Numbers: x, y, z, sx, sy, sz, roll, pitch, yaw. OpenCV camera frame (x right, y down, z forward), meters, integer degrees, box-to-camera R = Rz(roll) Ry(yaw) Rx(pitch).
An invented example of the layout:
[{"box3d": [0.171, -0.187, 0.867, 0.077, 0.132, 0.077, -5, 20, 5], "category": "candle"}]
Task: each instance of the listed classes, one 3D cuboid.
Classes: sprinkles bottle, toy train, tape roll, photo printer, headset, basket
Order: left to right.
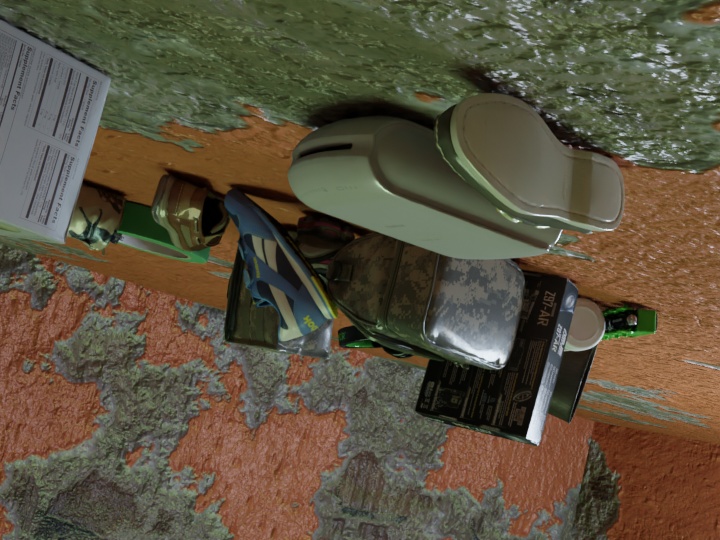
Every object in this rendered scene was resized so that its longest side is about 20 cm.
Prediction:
[{"box3d": [-0.331, -0.061, 1.718, 0.198, 0.049, 0.200, 15, 171, 2], "category": "tape roll"}, {"box3d": [0.065, 0.078, 1.611, 0.197, 0.095, 0.124, -3, 170, -7], "category": "headset"}, {"box3d": [0.045, -0.067, 0.902, 0.198, 0.070, 0.166, 18, 171, -27], "category": "photo printer"}, {"box3d": [0.252, 0.131, 1.686, 0.198, 0.137, 0.180, 19, -153, 16], "category": "basket"}, {"box3d": [0.273, 0.079, 1.513, 0.067, 0.069, 0.200, 15, 172, -6], "category": "sprinkles bottle"}, {"box3d": [0.342, 0.074, 1.466, 0.056, 0.042, 0.200, 4, 173, -5], "category": "toy train"}]

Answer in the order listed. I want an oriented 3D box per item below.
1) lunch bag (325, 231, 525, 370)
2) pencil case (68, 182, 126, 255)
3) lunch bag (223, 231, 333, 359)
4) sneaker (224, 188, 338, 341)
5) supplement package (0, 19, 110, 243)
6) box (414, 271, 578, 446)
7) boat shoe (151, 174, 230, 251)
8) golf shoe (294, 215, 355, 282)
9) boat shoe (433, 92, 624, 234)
[{"box3d": [0.075, 0.030, 1.279, 0.167, 0.141, 0.199, 10, 172, 41], "category": "lunch bag"}, {"box3d": [-0.433, -0.091, 1.541, 0.198, 0.091, 0.078, 19, 171, -27], "category": "pencil case"}, {"box3d": [-0.126, 0.030, 1.547, 0.117, 0.166, 0.199, 13, 174, -37], "category": "lunch bag"}, {"box3d": [-0.110, -0.007, 1.280, 0.201, 0.082, 0.074, 54, -173, 14], "category": "sneaker"}, {"box3d": [-0.342, -0.126, 0.896, 0.151, 0.153, 0.199, 8, 170, 38], "category": "supplement package"}, {"box3d": [0.168, 0.099, 1.353, 0.159, 0.202, 0.043, 8, 165, 35], "category": "box"}, {"box3d": [-0.200, -0.063, 1.377, 0.071, 0.077, 0.200, 11, 173, 10], "category": "boat shoe"}, {"box3d": [0.000, 0.000, 1.379, 0.198, 0.093, 0.072, 17, 169, -26], "category": "golf shoe"}, {"box3d": [0.111, -0.068, 0.764, 0.060, 0.073, 0.201, 0, 168, 43], "category": "boat shoe"}]
